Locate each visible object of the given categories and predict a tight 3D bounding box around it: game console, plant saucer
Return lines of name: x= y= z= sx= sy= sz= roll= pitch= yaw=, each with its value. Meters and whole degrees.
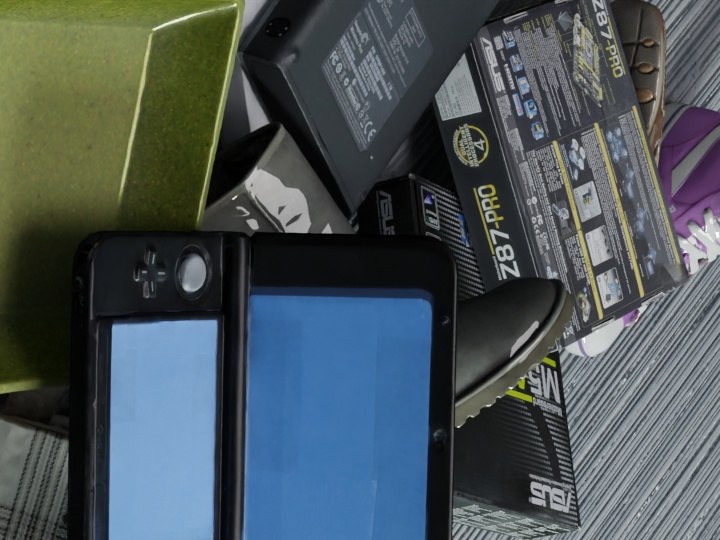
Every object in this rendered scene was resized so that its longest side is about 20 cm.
game console: x=-0.047 y=0.082 z=1.425 sx=0.176 sy=0.116 sz=0.201 roll=-1 pitch=92 yaw=-57
plant saucer: x=-0.148 y=-0.045 z=1.395 sx=0.200 sy=0.048 sz=0.200 roll=-4 pitch=109 yaw=-57

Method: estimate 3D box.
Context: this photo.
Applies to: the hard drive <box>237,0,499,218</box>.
hard drive: x=0.017 y=-0.148 z=1.628 sx=0.200 sy=0.033 sz=0.140 roll=-56 pitch=145 yaw=-23

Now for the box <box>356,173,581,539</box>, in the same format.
box: x=0.066 y=0.057 z=1.767 sx=0.200 sy=0.047 sz=0.194 roll=23 pitch=56 yaw=-60

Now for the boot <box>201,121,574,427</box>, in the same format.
boot: x=0.002 y=0.000 z=1.603 sx=0.182 sy=0.073 sz=0.200 roll=-39 pitch=106 yaw=-13

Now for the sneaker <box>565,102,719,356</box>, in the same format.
sneaker: x=0.218 y=-0.020 z=1.977 sx=0.201 sy=0.114 sz=0.073 roll=-60 pitch=148 yaw=-15

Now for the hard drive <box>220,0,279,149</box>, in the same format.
hard drive: x=-0.015 y=-0.164 z=1.628 sx=0.200 sy=0.027 sz=0.132 roll=-41 pitch=137 yaw=-39

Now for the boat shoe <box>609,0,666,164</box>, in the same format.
boat shoe: x=0.161 y=-0.082 z=1.906 sx=0.072 sy=0.076 sz=0.201 roll=-23 pitch=129 yaw=-63

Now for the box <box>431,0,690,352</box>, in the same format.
box: x=0.121 y=-0.064 z=1.794 sx=0.161 sy=0.049 sz=0.201 roll=-25 pitch=100 yaw=-49

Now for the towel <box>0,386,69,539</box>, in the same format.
towel: x=-0.121 y=0.164 z=1.494 sx=0.035 sy=0.192 sz=0.201 roll=67 pitch=41 yaw=-86
